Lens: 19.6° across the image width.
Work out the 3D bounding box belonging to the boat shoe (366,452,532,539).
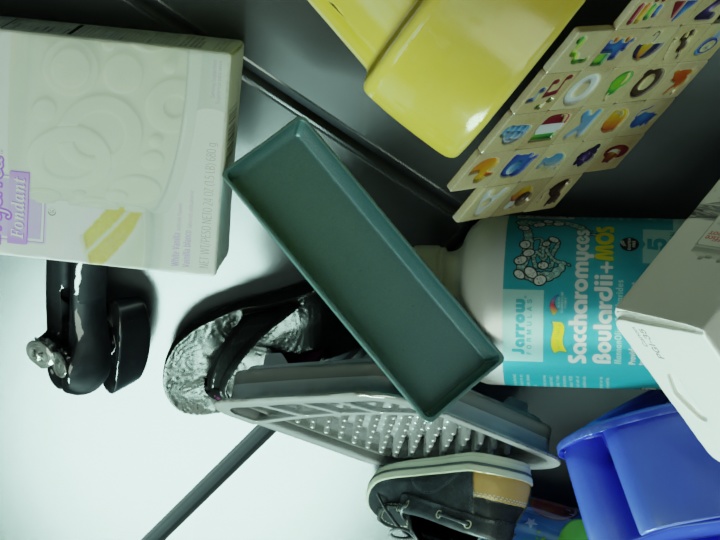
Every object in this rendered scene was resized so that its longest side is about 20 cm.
[{"bbox_3d":[0.056,0.168,1.453,0.075,0.062,0.200,14,165,-21],"label":"boat shoe"}]

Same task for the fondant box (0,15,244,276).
[{"bbox_3d":[-0.179,-0.080,1.310,0.200,0.058,0.144,6,106,4],"label":"fondant box"}]

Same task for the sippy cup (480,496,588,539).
[{"bbox_3d":[0.145,0.226,1.500,0.130,0.140,0.178,23,120,4],"label":"sippy cup"}]

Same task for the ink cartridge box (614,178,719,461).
[{"bbox_3d":[0.268,0.008,1.256,0.083,0.200,0.147,14,148,55],"label":"ink cartridge box"}]

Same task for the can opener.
[{"bbox_3d":[-0.190,0.003,1.417,0.063,0.079,0.200,28,133,34],"label":"can opener"}]

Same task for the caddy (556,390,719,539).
[{"bbox_3d":[0.228,0.122,1.382,0.200,0.105,0.141,-4,164,-25],"label":"caddy"}]

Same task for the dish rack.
[{"bbox_3d":[0.022,0.093,1.397,0.172,0.044,0.200,-7,157,41],"label":"dish rack"}]

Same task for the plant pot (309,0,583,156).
[{"bbox_3d":[0.038,-0.196,1.134,0.189,0.201,0.201,39,125,-2],"label":"plant pot"}]

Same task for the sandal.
[{"bbox_3d":[-0.059,0.053,1.435,0.200,0.048,0.075,-27,121,25],"label":"sandal"}]

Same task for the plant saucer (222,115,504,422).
[{"bbox_3d":[0.000,0.000,1.290,0.200,0.070,0.019,51,155,3],"label":"plant saucer"}]

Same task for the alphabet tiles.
[{"bbox_3d":[0.140,-0.100,1.237,0.006,0.166,0.200,54,128,21],"label":"alphabet tiles"}]

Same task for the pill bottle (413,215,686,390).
[{"bbox_3d":[0.133,0.020,1.341,0.200,0.111,0.111,1,128,7],"label":"pill bottle"}]
